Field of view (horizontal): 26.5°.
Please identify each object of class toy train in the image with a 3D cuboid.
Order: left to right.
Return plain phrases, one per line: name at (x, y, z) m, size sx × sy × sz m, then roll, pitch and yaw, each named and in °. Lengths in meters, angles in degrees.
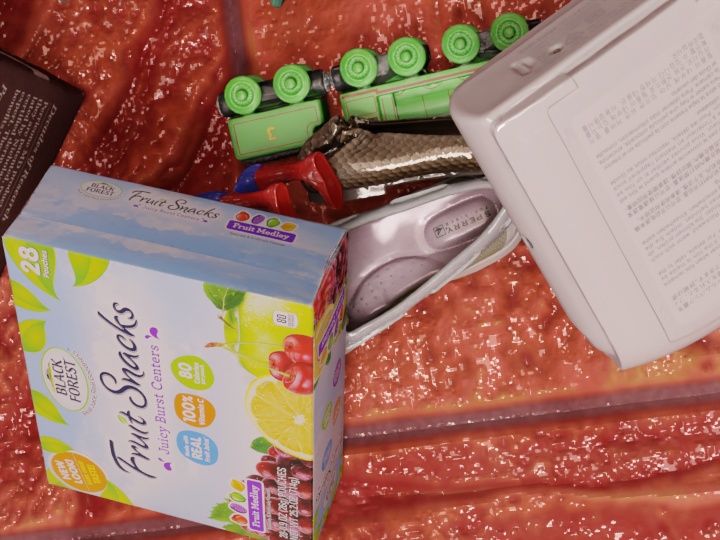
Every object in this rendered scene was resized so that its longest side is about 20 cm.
toy train at (0.014, -0.104, 0.890) m, size 0.199 × 0.042 × 0.057 m, roll -11°, pitch 96°, yaw 10°

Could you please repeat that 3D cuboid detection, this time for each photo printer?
photo printer at (0.158, -0.054, 0.799) m, size 0.166 × 0.069 × 0.200 m, roll -36°, pitch 122°, yaw -2°

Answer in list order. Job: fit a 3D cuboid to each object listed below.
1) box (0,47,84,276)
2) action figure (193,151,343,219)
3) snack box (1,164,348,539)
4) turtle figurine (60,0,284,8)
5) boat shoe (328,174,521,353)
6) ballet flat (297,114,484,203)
box at (-0.291, -0.076, 0.866) m, size 0.165 × 0.200 × 0.165 m, roll 26°, pitch 93°, yaw 10°
action figure at (-0.094, -0.005, 0.882) m, size 0.199 × 0.065 × 0.099 m, roll -4°, pitch 114°, yaw 39°
snack box at (-0.095, 0.052, 0.835) m, size 0.168 × 0.068 × 0.201 m, roll 13°, pitch 134°, yaw 11°
turtle figurine at (-0.125, -0.231, 0.888) m, size 0.199 × 0.101 × 0.150 m, roll 16°, pitch 126°, yaw -2°
boat shoe at (0.001, 0.001, 0.875) m, size 0.201 × 0.065 × 0.075 m, roll -25°, pitch 84°, yaw 9°
ballet flat at (0.061, -0.078, 0.852) m, size 0.199 × 0.067 × 0.047 m, roll -10°, pitch 102°, yaw 6°
